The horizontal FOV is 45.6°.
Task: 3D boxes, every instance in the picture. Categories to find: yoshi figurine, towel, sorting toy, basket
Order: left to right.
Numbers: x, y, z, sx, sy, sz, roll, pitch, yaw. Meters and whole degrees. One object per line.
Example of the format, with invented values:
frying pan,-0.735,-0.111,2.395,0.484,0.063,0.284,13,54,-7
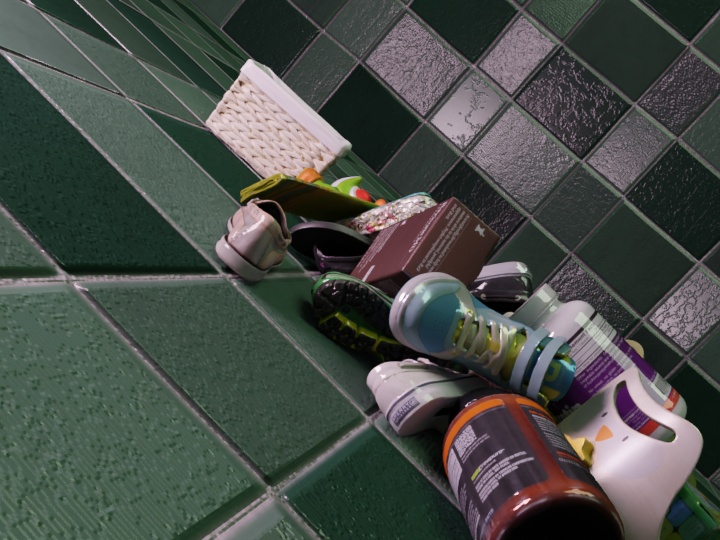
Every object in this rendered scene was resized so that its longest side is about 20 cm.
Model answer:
basket,-0.127,-0.214,1.339,0.200,0.123,0.136,42,9,-3
towel,-0.047,-0.081,1.082,0.200,0.086,0.018,14,69,-40
yoshi figurine,-0.020,-0.057,1.233,0.200,0.112,0.112,33,42,26
sorting toy,0.217,0.180,0.785,0.107,0.180,0.200,37,10,-26

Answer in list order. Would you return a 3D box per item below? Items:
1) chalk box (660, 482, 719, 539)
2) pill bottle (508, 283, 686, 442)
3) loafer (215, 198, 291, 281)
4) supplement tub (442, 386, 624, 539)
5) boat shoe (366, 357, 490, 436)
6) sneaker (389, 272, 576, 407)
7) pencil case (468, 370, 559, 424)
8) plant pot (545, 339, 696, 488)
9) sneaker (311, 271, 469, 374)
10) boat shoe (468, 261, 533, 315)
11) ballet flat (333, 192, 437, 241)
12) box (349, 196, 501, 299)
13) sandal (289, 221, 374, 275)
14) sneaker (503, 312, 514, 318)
chalk box,0.339,0.305,0.901,0.200,0.125,0.124,38,10,-16
pill bottle,0.244,0.112,0.927,0.200,0.112,0.112,46,10,8
loafer,-0.095,-0.041,0.869,0.072,0.063,0.200,40,10,-9
supplement tub,0.128,0.170,0.699,0.107,0.107,0.200,39,11,-18
boat shoe,0.065,0.114,0.828,0.070,0.071,0.200,49,18,23
sneaker,0.124,0.067,0.788,0.130,0.080,0.200,25,2,42
pencil case,0.137,0.137,0.965,0.083,0.087,0.200,-22,54,-30
plant pot,0.320,0.224,1.087,0.190,0.200,0.200,54,8,-7
sneaker,0.034,0.061,0.896,0.200,0.078,0.085,38,9,-19
boat shoe,0.113,0.041,1.047,0.069,0.200,0.057,53,26,-54
ballet flat,0.013,-0.042,1.089,0.076,0.200,0.064,15,63,-47
box,0.058,-0.004,0.938,0.075,0.100,0.200,40,-19,-13
sandal,0.001,0.000,1.054,0.200,0.075,0.048,28,48,-22
sneaker,0.158,0.107,1.069,0.081,0.075,0.200,36,-27,18
